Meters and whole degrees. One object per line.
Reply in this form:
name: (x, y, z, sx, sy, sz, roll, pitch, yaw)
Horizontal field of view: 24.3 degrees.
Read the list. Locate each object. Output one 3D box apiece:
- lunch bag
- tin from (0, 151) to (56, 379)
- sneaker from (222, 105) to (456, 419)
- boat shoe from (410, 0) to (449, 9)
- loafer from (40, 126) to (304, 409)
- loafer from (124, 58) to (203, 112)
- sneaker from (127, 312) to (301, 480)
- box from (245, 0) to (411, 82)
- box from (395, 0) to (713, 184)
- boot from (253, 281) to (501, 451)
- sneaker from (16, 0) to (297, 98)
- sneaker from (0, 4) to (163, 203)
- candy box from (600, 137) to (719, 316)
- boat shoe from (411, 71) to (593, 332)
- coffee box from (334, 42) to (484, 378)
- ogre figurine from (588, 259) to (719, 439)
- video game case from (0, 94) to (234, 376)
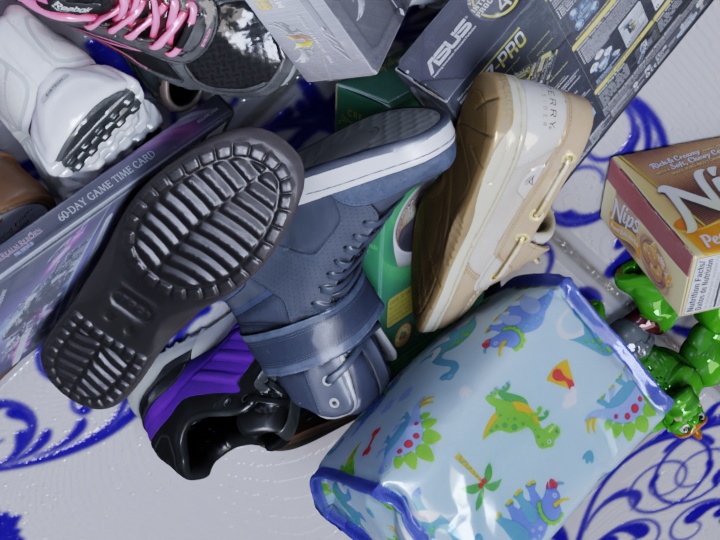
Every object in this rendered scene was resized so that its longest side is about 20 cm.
lunch bag: (0.062, 0.099, 0.992, 0.170, 0.200, 0.128, -45, 105, -15)
tin: (-0.211, 0.010, 0.921, 0.112, 0.042, 0.200, -51, 168, -21)
sneaker: (0.000, -0.001, 0.931, 0.201, 0.077, 0.147, -21, 104, 42)
boat shoe: (0.038, -0.178, 0.933, 0.199, 0.074, 0.065, -39, 130, 9)
loafer: (-0.102, -0.011, 0.902, 0.073, 0.071, 0.200, 42, 117, -11)
loafer: (-0.071, -0.177, 0.885, 0.071, 0.063, 0.201, 6, 124, -28)
sneaker: (-0.053, 0.062, 1.066, 0.200, 0.100, 0.070, -40, 136, 9)
box: (-0.029, -0.217, 0.809, 0.200, 0.048, 0.160, 50, 53, -40)
box: (0.123, -0.142, 0.965, 0.200, 0.049, 0.161, -50, 149, -4)
boot: (0.020, 0.083, 1.134, 0.199, 0.075, 0.097, -31, 137, -13)
sneaker: (-0.123, -0.137, 0.825, 0.198, 0.096, 0.079, 27, 115, -10)
sneaker: (-0.155, -0.085, 0.880, 0.075, 0.081, 0.200, -47, 176, -11)
candy box: (0.279, -0.041, 1.139, 0.198, 0.116, 0.056, -12, 131, -18)
boat shoe: (0.076, -0.028, 0.920, 0.068, 0.074, 0.201, 3, 147, -13)
coffee box: (0.033, -0.040, 1.020, 0.123, 0.044, 0.202, -34, 137, -41)
ogre figurine: (0.205, 0.061, 1.207, 0.200, 0.098, 0.121, -46, 125, -25)
video game case: (-0.157, -0.004, 0.910, 0.200, 0.019, 0.143, -40, 170, -40)
